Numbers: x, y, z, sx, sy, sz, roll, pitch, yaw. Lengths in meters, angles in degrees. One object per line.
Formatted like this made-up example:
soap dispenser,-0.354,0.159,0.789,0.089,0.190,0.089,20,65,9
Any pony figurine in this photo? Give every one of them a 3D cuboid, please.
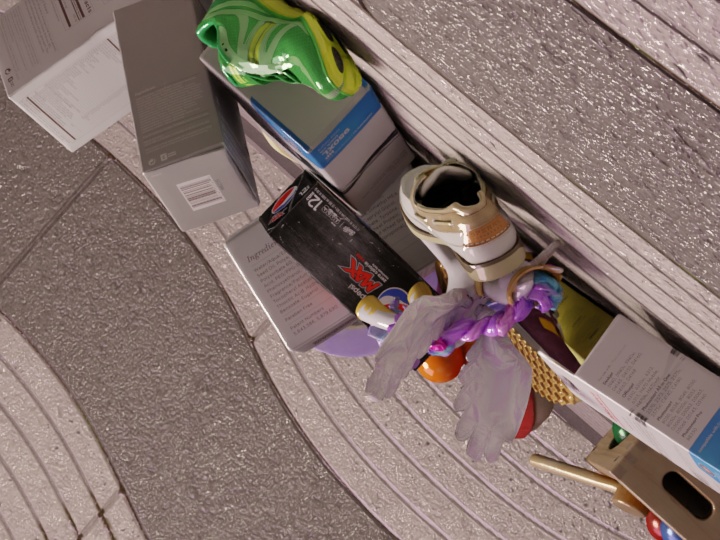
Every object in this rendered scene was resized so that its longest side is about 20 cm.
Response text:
pony figurine,0.079,0.041,1.540,0.166,0.194,0.200,31,177,-33

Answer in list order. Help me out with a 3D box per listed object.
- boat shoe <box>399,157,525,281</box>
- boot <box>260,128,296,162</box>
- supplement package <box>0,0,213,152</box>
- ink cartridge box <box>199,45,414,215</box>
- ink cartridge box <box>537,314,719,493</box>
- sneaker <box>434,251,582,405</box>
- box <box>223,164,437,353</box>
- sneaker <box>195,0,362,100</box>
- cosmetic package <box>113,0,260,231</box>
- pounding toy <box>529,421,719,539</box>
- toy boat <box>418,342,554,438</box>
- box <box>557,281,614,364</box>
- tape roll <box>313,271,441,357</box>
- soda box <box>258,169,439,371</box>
boat shoe,0.079,-0.060,1.511,0.069,0.074,0.200,65,169,-26
boot,-0.044,-0.145,1.913,0.155,0.072,0.200,36,174,42
supplement package,-0.248,-0.232,1.757,0.114,0.199,0.110,45,-165,-52
ink cartridge box,-0.044,-0.147,1.630,0.145,0.084,0.200,42,178,20
ink cartridge box,0.253,0.109,1.470,0.200,0.067,0.116,34,174,32
sneaker,0.157,0.034,1.628,0.200,0.090,0.075,47,161,30
box,-0.017,-0.021,1.811,0.131,0.199,0.199,57,180,3
sneaker,-0.068,-0.177,1.477,0.074,0.084,0.200,44,176,-42
cosmetic package,-0.160,-0.151,1.642,0.107,0.090,0.201,59,-164,-57
pounding toy,0.309,0.222,1.908,0.200,0.142,0.184,41,177,-1
toy boat,0.121,0.083,1.888,0.131,0.130,0.201,107,151,-73
box,0.202,0.052,1.688,0.075,0.050,0.200,42,177,-38
tape roll,-0.003,-0.008,1.969,0.200,0.200,0.085,41,-169,6
soda box,0.000,0.000,1.666,0.200,0.071,0.063,43,-176,-18
